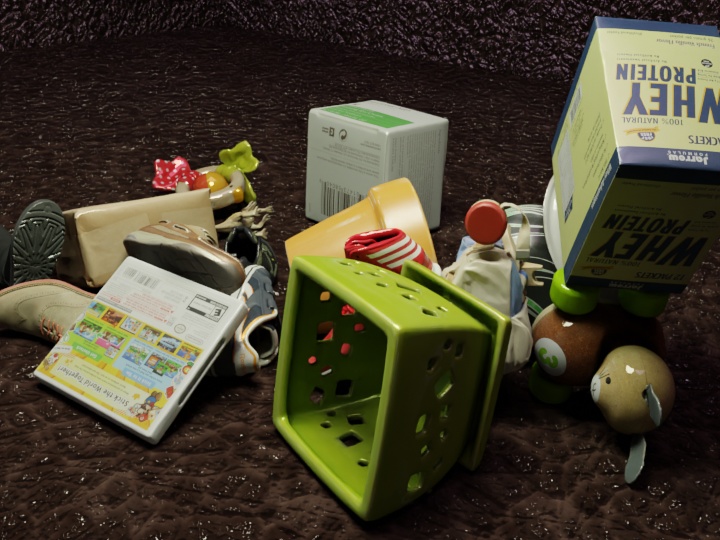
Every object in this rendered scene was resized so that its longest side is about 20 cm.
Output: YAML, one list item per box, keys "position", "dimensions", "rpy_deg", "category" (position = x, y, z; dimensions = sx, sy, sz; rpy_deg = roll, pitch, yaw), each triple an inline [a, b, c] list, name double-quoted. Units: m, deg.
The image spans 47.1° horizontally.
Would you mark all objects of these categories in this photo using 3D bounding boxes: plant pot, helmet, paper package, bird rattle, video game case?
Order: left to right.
- position: [-0.322, -0.046, 1.169]
  dimensions: [0.196, 0.106, 0.189]
  rpy_deg: [-14, 8, -33]
  category: "paper package"
- position: [-0.252, 0.083, 0.947]
  dimensions: [0.196, 0.023, 0.184]
  rpy_deg: [18, 60, 29]
  category: "video game case"
- position: [-0.280, -0.162, 1.501]
  dimensions: [0.194, 0.115, 0.164]
  rpy_deg: [-4, 30, -11]
  category: "bird rattle"
- position: [0.000, 0.000, 1.099]
  dimensions: [0.179, 0.205, 0.201]
  rpy_deg: [-15, 25, -3]
  category: "plant pot"
- position: [0.036, 0.103, 0.853]
  dimensions: [0.178, 0.204, 0.199]
  rpy_deg: [-5, 23, -36]
  category: "plant pot"
- position: [0.219, 0.012, 1.101]
  dimensions: [0.187, 0.204, 0.200]
  rpy_deg: [27, 28, 9]
  category: "helmet"

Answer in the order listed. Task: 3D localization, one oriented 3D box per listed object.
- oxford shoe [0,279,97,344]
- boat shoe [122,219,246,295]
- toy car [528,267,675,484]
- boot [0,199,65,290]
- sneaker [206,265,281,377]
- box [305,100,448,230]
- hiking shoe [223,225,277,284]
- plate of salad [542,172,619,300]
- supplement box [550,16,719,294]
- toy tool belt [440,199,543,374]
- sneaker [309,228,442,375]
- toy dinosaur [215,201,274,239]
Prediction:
- position: [-0.373, 0.061, 1.032]
  dimensions: [0.194, 0.072, 0.075]
  rpy_deg: [3, 29, 1]
  category: "oxford shoe"
- position: [-0.210, -0.025, 1.020]
  dimensions: [0.197, 0.077, 0.072]
  rpy_deg: [18, 45, 34]
  category: "boat shoe"
- position: [0.276, 0.123, 0.901]
  dimensions: [0.153, 0.168, 0.202]
  rpy_deg: [2, 36, -3]
  category: "toy car"
- position: [-0.481, -0.042, 1.136]
  dimensions: [0.065, 0.169, 0.198]
  rpy_deg: [8, 14, -43]
  category: "boot"
- position: [-0.132, 0.066, 1.047]
  dimensions: [0.077, 0.080, 0.202]
  rpy_deg: [4, 34, 11]
  category: "sneaker"
- position: [0.027, -0.177, 1.459]
  dimensions: [0.197, 0.205, 0.169]
  rpy_deg: [23, 28, 39]
  category: "box"
- position: [-0.159, -0.022, 1.206]
  dimensions: [0.074, 0.103, 0.201]
  rpy_deg: [3, 24, -2]
  category: "hiking shoe"
- position: [0.298, -0.044, 1.015]
  dimensions: [0.196, 0.206, 0.048]
  rpy_deg: [-9, -8, -28]
  category: "plate of salad"
- position: [0.294, -0.117, 0.873]
  dimensions: [0.130, 0.202, 0.204]
  rpy_deg: [4, 56, 0]
  category: "supplement box"
- position: [0.149, 0.011, 0.953]
  dimensions: [0.121, 0.206, 0.123]
  rpy_deg: [0, 16, 14]
  category: "toy tool belt"
- position: [-0.010, 0.028, 0.964]
  dimensions: [0.200, 0.116, 0.078]
  rpy_deg: [-43, 26, 1]
  category: "sneaker"
- position: [-0.209, -0.078, 1.406]
  dimensions: [0.099, 0.060, 0.199]
  rpy_deg: [-3, 12, 24]
  category: "toy dinosaur"
